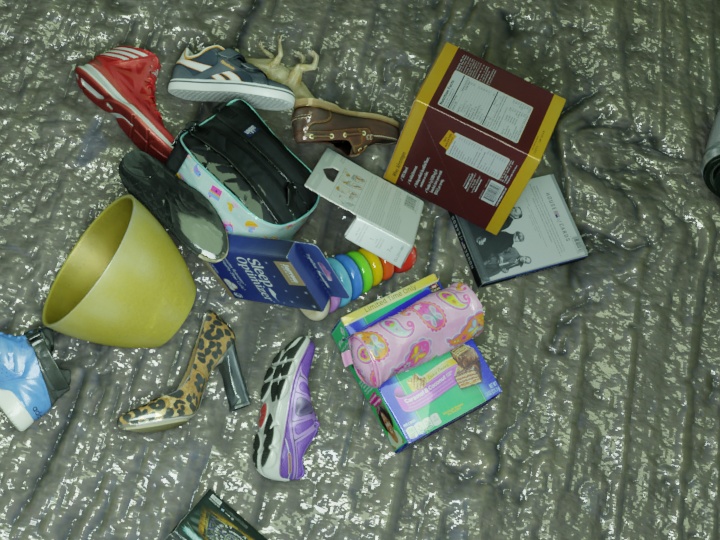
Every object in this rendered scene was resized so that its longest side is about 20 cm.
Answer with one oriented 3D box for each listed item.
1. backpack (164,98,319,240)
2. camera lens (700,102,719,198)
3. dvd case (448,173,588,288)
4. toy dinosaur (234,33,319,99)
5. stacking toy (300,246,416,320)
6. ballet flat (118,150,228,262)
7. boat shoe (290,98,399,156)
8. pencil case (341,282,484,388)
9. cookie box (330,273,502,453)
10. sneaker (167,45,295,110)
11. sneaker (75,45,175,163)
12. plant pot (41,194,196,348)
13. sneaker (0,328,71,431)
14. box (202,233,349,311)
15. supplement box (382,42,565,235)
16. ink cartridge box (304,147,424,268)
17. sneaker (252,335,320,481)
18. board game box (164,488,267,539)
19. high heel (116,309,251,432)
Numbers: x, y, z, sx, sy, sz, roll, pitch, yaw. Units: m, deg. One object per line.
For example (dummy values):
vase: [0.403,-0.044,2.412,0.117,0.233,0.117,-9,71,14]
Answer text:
backpack: [-0.164,-0.114,1.526,0.200,0.154,0.176,38,38,6]
camera lens: [0.674,-0.219,1.845,0.159,0.160,0.201,28,63,-5]
dvd case: [0.248,-0.066,1.722,0.199,0.025,0.151,-13,73,-22]
toy dinosaur: [-0.109,-0.300,1.699,0.199,0.058,0.102,31,79,-13]
stacking toy: [0.000,0.000,1.589,0.199,0.085,0.086,-23,77,-28]
ballet flat: [-0.246,-0.085,1.450,0.066,0.057,0.200,-39,76,-22]
boat shoe: [-0.022,-0.207,1.655,0.199,0.070,0.071,6,77,-36]
pencil case: [0.074,0.088,1.488,0.199,0.087,0.088,-25,78,-23]
cookie box: [0.078,0.131,1.559,0.170,0.075,0.201,-25,77,-24]
sneaker: [-0.187,-0.288,1.607,0.198,0.078,0.080,10,81,14]
sneaker: [-0.311,-0.257,1.595,0.200,0.078,0.116,44,64,2]
plant pot: [-0.303,0.023,1.436,0.142,0.199,0.201,36,60,-27]
sneaker: [-0.456,0.096,1.400,0.111,0.077,0.200,-40,88,-21]
box: [-0.122,0.002,1.465,0.199,0.121,0.033,6,55,32]
supplement box: [0.167,-0.195,1.635,0.199,0.198,0.133,27,56,2]
ink cartridge box: [0.003,-0.095,1.582,0.173,0.044,0.200,28,23,-3]
sneaker: [-0.092,0.190,1.494,0.083,0.080,0.202,20,70,-27]
board game box: [-0.145,0.373,1.367,0.200,0.135,0.028,41,106,3]
high heel: [-0.249,0.134,1.450,0.199,0.071,0.144,-11,78,-38]
